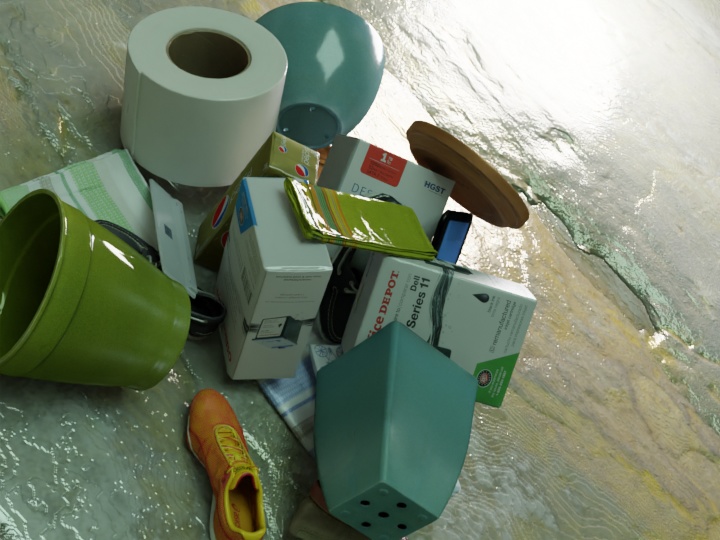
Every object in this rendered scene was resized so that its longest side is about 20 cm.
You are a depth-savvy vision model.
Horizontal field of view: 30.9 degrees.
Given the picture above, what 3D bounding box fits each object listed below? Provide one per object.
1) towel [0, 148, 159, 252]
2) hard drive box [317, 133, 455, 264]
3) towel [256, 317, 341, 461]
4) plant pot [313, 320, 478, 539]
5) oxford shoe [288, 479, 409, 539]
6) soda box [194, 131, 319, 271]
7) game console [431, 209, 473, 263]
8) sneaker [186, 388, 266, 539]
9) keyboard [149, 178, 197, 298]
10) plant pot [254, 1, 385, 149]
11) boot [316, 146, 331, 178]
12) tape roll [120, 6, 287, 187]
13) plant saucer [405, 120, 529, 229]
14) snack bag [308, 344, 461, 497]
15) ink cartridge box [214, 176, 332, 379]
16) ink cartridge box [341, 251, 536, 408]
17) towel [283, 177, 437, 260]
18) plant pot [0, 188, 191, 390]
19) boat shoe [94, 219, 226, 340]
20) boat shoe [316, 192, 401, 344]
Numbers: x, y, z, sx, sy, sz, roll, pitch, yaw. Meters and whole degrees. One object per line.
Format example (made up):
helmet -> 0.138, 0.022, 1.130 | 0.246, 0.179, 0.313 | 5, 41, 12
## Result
towel -> -0.323, -0.064, 1.563 | 0.200, 0.031, 0.149 | -27, 77, -46
hard drive box -> 0.009, -0.056, 1.696 | 0.155, 0.077, 0.201 | 21, 91, -25
towel -> -0.051, 0.145, 1.621 | 0.147, 0.024, 0.200 | -27, 78, -45
plant pot -> 0.035, 0.196, 1.475 | 0.141, 0.141, 0.200 | 36, 38, -26
oxford shoe -> -0.001, 0.318, 1.512 | 0.200, 0.075, 0.070 | 39, 4, -25
soda box -> -0.128, -0.077, 1.596 | 0.068, 0.200, 0.064 | 24, 43, -21
game console -> 0.139, 0.025, 1.731 | 0.176, 0.116, 0.200 | 54, 13, 8
sneaker -> -0.141, 0.219, 1.457 | 0.073, 0.077, 0.201 | 0, 57, -35
keyboard -> -0.227, -0.041, 1.562 | 0.056, 0.011, 0.200 | 38, 19, -33
plant pot -> -0.067, -0.245, 1.773 | 0.200, 0.200, 0.135 | 22, 49, -24
boot -> -0.078, -0.129, 1.769 | 0.199, 0.077, 0.156 | 25, 44, -16
tape roll -> -0.200, -0.221, 1.652 | 0.202, 0.139, 0.203 | 8, 43, -7
plant saucer -> 0.137, -0.121, 1.723 | 0.200, 0.200, 0.032 | 40, 83, -6
snack bag -> 0.031, 0.186, 1.623 | 0.188, 0.021, 0.201 | 6, 59, -33
ink cartridge box -> -0.108, 0.011, 1.524 | 0.086, 0.200, 0.147 | -1, 49, -19
ink cartridge box -> 0.093, 0.065, 1.579 | 0.199, 0.147, 0.083 | 16, 10, -9
towel -> 0.002, -0.059, 1.508 | 0.199, 0.018, 0.086 | 10, 46, -41
plant pot -> -0.295, 0.042, 1.407 | 0.193, 0.200, 0.201 | 26, 45, -36
boat shoe -> -0.240, 0.003, 1.533 | 0.200, 0.063, 0.073 | 41, 53, -17
boat shoe -> 0.000, 0.000, 1.627 | 0.075, 0.060, 0.201 | 13, 95, -24
